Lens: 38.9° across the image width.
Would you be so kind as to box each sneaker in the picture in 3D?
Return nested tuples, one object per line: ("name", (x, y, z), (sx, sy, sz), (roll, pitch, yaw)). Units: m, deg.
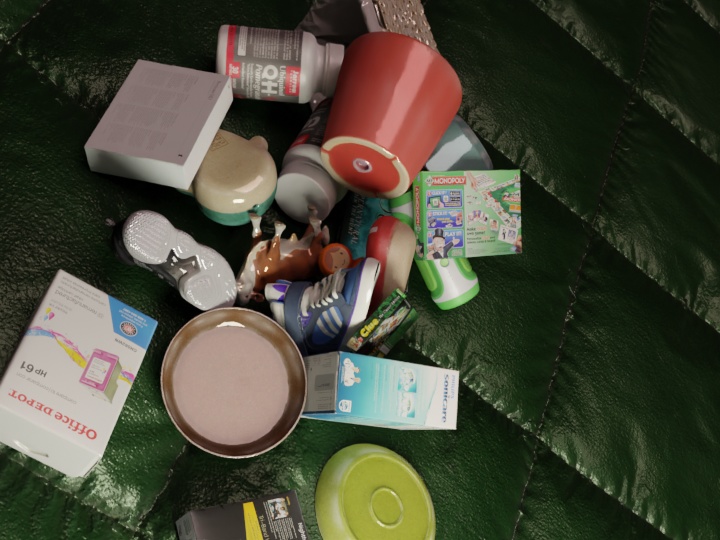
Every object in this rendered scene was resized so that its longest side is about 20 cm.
("sneaker", (-0.258, -0.016, 1.381), (0.200, 0.113, 0.076), (43, 71, -35))
("sneaker", (-0.063, 0.039, 1.412), (0.144, 0.201, 0.081), (20, 48, -1))

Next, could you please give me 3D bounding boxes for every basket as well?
("basket", (0.012, -0.370, 1.726), (0.159, 0.200, 0.201), (1, 63, -37))

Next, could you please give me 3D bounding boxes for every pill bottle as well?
("pill bottle", (-0.057, -0.176, 1.613), (0.113, 0.114, 0.201), (37, 47, -10))
("pill bottle", (-0.127, -0.323, 1.610), (0.196, 0.111, 0.112), (4, 57, -4))

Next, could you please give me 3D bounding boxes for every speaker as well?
("speaker", (0.119, -0.042, 1.644), (0.088, 0.088, 0.202), (-37, 105, -43))

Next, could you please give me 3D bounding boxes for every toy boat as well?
("toy boat", (0.000, 0.000, 1.498), (0.129, 0.201, 0.132), (21, 50, -6))

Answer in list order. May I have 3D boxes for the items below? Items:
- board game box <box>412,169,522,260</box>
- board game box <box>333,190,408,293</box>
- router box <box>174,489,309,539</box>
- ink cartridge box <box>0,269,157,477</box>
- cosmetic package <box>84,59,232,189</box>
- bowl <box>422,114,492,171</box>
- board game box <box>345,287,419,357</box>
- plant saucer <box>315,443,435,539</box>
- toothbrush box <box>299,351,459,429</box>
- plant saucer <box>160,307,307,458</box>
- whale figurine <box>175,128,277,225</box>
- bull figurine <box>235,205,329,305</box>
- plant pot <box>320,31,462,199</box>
("board game box", (0.170, -0.089, 1.604), (0.197, 0.029, 0.137), (-4, 94, -32))
("board game box", (0.026, -0.067, 1.664), (0.134, 0.028, 0.202), (25, 52, -21))
("router box", (-0.128, 0.385, 1.256), (0.155, 0.052, 0.203), (-2, 64, -37))
("ink cartridge box", (-0.351, 0.125, 1.237), (0.143, 0.085, 0.202), (30, 51, -17))
("cosmetic package", (-0.286, -0.214, 1.472), (0.148, 0.052, 0.202), (10, 50, 11))
("bowl", (0.145, -0.184, 1.693), (0.105, 0.201, 0.202), (-37, 86, 0))
("board game box", (0.035, 0.084, 1.449), (0.023, 0.200, 0.105), (39, 87, 13))
("plant saucer", (0.030, 0.333, 1.417), (0.198, 0.031, 0.203), (17, 55, -26))
("toothbrush box", (0.017, 0.170, 1.419), (0.197, 0.146, 0.087), (11, 77, -31))
("plant saucer", (-0.169, 0.150, 1.360), (0.197, 0.032, 0.203), (6, 69, -17))
("whale figurine", (-0.206, -0.148, 1.515), (0.158, 0.105, 0.200), (-30, 58, -22))
("bull figurine", (-0.120, -0.022, 1.487), (0.065, 0.123, 0.199), (27, 27, 33))
("plant pot", (0.034, -0.219, 1.514), (0.199, 0.200, 0.179), (31, 62, -15))
